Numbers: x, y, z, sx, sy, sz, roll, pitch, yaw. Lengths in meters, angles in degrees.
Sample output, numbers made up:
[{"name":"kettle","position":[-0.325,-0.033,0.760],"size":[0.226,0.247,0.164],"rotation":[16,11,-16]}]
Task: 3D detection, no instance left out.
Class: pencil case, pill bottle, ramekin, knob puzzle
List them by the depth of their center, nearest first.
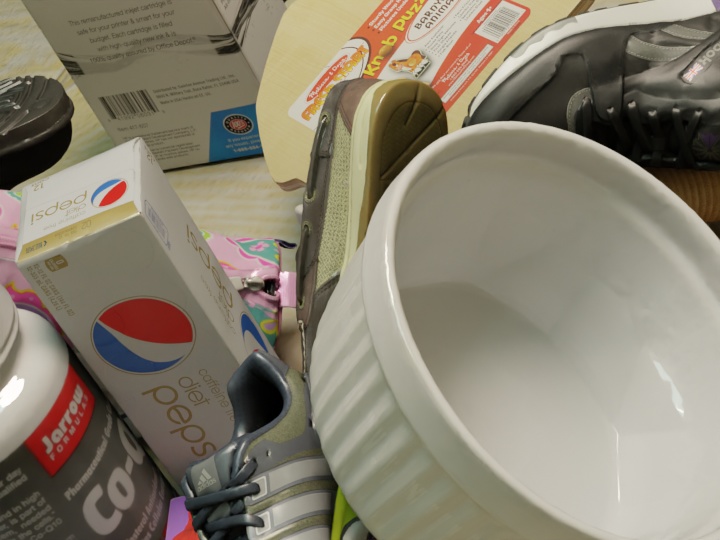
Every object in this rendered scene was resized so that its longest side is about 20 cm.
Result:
[{"name":"ramekin","position":[0.073,0.047,0.624],"size":[0.105,0.199,0.201],"rotation":[-48,15,46]},{"name":"pill bottle","position":[-0.175,0.092,0.729],"size":[0.113,0.201,0.114],"rotation":[-18,38,14]},{"name":"pencil case","position":[-0.134,0.006,0.808],"size":[0.199,0.088,0.088],"rotation":[10,32,-19]},{"name":"knob puzzle","position":[0.019,-0.121,0.873],"size":[0.218,0.030,0.221],"rotation":[-19,50,24]}]

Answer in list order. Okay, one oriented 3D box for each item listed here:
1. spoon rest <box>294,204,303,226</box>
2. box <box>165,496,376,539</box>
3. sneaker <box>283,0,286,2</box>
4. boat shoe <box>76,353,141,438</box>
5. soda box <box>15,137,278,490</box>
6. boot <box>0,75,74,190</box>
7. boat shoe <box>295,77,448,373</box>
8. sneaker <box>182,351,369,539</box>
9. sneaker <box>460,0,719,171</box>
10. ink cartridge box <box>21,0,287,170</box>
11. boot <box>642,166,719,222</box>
[{"name":"spoon rest","position":[0.051,-0.056,0.891],"size":[0.199,0.061,0.099],"rotation":[-32,35,-28]},{"name":"box","position":[-0.029,0.172,0.673],"size":[0.136,0.039,0.201],"rotation":[-18,38,14]},{"name":"sneaker","position":[-0.102,-0.215,1.118],"size":[0.200,0.074,0.081],"rotation":[-34,19,37]},{"name":"boat shoe","position":[-0.186,0.067,0.876],"size":[0.199,0.066,0.072],"rotation":[-13,33,19]},{"name":"soda box","position":[-0.094,0.035,0.743],"size":[0.068,0.201,0.064],"rotation":[-21,38,9]},{"name":"boot","position":[-0.237,-0.029,0.949],"size":[0.210,0.158,0.080],"rotation":[-16,34,27]},{"name":"boat shoe","position":[-0.001,-0.001,0.761],"size":[0.071,0.203,0.066],"rotation":[-1,13,-38]},{"name":"sneaker","position":[-0.043,0.118,0.619],"size":[0.074,0.081,0.201],"rotation":[-36,26,30]},{"name":"sneaker","position":[0.147,-0.082,0.703],"size":[0.199,0.076,0.088],"rotation":[-23,46,-7]},{"name":"ink cartridge box","position":[-0.135,-0.175,1.023],"size":[0.145,0.201,0.085],"rotation":[-6,42,28]},{"name":"boot","position":[0.185,-0.082,0.809],"size":[0.143,0.071,0.201],"rotation":[-13,31,-11]}]
